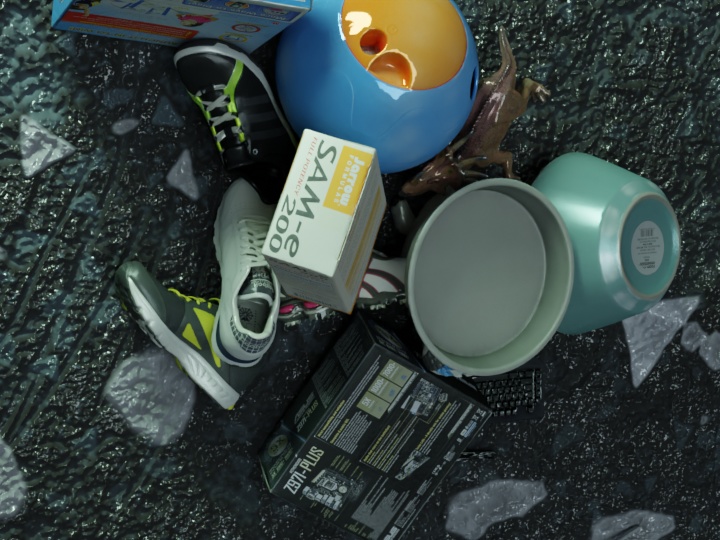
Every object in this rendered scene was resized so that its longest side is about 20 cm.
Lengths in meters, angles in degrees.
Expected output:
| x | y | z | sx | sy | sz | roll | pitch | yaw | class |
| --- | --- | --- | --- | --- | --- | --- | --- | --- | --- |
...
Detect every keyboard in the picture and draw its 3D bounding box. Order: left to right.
| x | y | z | sx | sy | sz | roll | pitch | yaw | class |
| --- | --- | --- | --- | --- | --- | --- | --- | --- | --- |
| 0.118 | 0.167 | 1.673 | 0.199 | 0.021 | 0.128 | -4 | 105 | -19 | keyboard |

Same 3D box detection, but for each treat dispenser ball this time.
| x | y | z | sx | sy | sz | roll | pitch | yaw | class |
| --- | --- | --- | --- | --- | --- | --- | --- | --- | --- |
| 0.016 | -0.196 | 1.444 | 0.200 | 0.201 | 0.202 | -5 | 105 | -19 | treat dispenser ball |

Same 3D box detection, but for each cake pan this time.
| x | y | z | sx | sy | sz | roll | pitch | yaw | class |
| --- | --- | --- | --- | --- | --- | --- | --- | --- | --- |
| 0.126 | 0.005 | 1.494 | 0.199 | 0.037 | 0.202 | -5 | 101 | -28 | cake pan |

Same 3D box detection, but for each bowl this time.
| x | y | z | sx | sy | sz | roll | pitch | yaw | class |
| --- | --- | --- | --- | --- | --- | --- | --- | --- | --- |
| 0.272 | -0.028 | 1.596 | 0.200 | 0.105 | 0.202 | -2 | 93 | -42 | bowl |

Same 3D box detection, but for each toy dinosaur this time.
| x | y | z | sx | sy | sz | roll | pitch | yaw | class |
| --- | --- | --- | --- | --- | --- | --- | --- | --- | --- |
| 0.126 | -0.154 | 1.523 | 0.135 | 0.086 | 0.201 | 3 | 109 | -64 | toy dinosaur |

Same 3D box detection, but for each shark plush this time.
| x | y | z | sx | sy | sz | roll | pitch | yaw | class |
| --- | --- | --- | --- | --- | --- | --- | --- | --- | --- |
| 0.088 | 0.004 | 1.598 | 0.083 | 0.091 | 0.201 | -7 | 103 | -51 | shark plush |

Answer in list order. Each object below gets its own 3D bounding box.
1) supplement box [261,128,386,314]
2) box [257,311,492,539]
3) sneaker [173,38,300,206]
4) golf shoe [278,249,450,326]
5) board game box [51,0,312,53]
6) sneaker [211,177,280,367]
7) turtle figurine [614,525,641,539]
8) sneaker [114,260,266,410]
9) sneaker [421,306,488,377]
| x | y | z | sx | sy | sz | roll | pitch | yaw | class |
| --- | --- | --- | --- | --- | --- | --- | --- | --- | --- |
| -0.031 | -0.042 | 1.412 | 0.073 | 0.200 | 0.127 | 17 | 79 | 7 | supplement box |
| 0.014 | 0.175 | 1.580 | 0.163 | 0.086 | 0.200 | 30 | 103 | -23 | box |
| -0.114 | -0.140 | 1.447 | 0.071 | 0.083 | 0.200 | -17 | 132 | 29 | sneaker |
| 0.000 | 0.000 | 1.531 | 0.199 | 0.077 | 0.089 | -10 | 91 | 5 | golf shoe |
| -0.168 | -0.258 | 1.359 | 0.199 | 0.196 | 0.056 | 6 | 83 | -22 | board game box |
| -0.106 | -0.007 | 1.477 | 0.076 | 0.081 | 0.201 | 3 | 69 | -15 | sneaker |
| 0.252 | 0.424 | 1.760 | 0.193 | 0.200 | 0.145 | 1 | 127 | -1 | turtle figurine |
| -0.174 | 0.052 | 1.514 | 0.085 | 0.074 | 0.200 | -45 | 123 | -11 | sneaker |
| 0.121 | 0.046 | 1.585 | 0.200 | 0.086 | 0.075 | -40 | 119 | -36 | sneaker |
